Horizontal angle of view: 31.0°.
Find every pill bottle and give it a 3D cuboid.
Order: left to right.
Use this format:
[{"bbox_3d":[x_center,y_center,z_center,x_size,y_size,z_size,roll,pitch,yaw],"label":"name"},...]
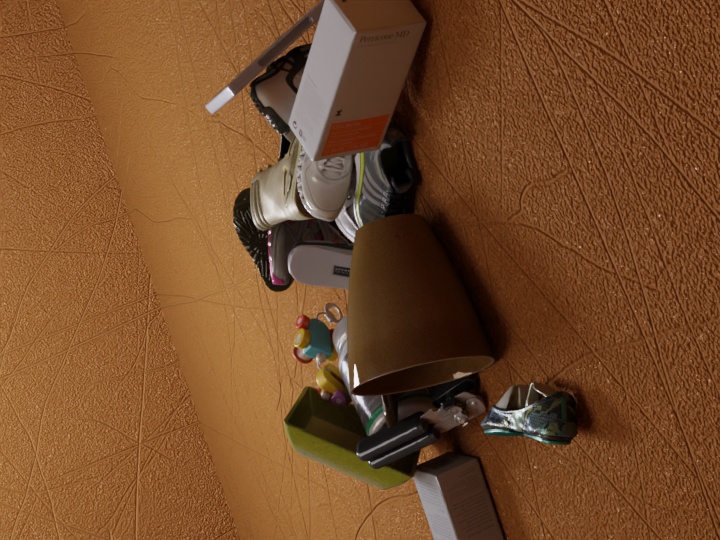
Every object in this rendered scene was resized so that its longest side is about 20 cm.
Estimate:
[{"bbox_3d":[0.035,0.155,1.864,0.114,0.112,0.201,89,162,-45],"label":"pill bottle"}]

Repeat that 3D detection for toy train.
[{"bbox_3d":[-0.029,0.150,1.965,0.056,0.150,0.201,-44,74,32],"label":"toy train"}]

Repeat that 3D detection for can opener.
[{"bbox_3d":[0.083,0.205,1.744,0.053,0.199,0.067,39,-151,-34],"label":"can opener"}]

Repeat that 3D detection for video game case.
[{"bbox_3d":[-0.119,-0.290,1.734,0.017,0.200,0.143,48,164,-10],"label":"video game case"}]

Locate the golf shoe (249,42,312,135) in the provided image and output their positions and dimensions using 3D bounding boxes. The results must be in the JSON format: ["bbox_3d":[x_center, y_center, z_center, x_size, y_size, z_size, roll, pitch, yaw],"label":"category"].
[{"bbox_3d":[-0.089,-0.253,1.723,0.077,0.088,0.201,46,-153,-19],"label":"golf shoe"}]

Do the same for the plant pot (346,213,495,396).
[{"bbox_3d":[0.059,0.038,1.637,0.186,0.184,0.202,128,133,-68],"label":"plant pot"}]

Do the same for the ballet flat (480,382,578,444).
[{"bbox_3d":[0.200,0.165,1.524,0.200,0.074,0.075,-11,99,69],"label":"ballet flat"}]

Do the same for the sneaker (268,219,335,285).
[{"bbox_3d":[-0.078,-0.064,1.901,0.082,0.087,0.201,87,-160,-61],"label":"sneaker"}]

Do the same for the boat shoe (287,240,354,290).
[{"bbox_3d":[0.000,0.000,1.747,0.068,0.198,0.072,-92,12,-71],"label":"boat shoe"}]

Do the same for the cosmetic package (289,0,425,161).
[{"bbox_3d":[-0.006,-0.231,1.534,0.072,0.101,0.201,57,145,31],"label":"cosmetic package"}]

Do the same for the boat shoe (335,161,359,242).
[{"bbox_3d":[-0.011,-0.113,1.797,0.070,0.070,0.201,93,152,-50],"label":"boat shoe"}]

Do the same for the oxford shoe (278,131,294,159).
[{"bbox_3d":[-0.089,-0.230,1.893,0.071,0.073,0.201,53,155,40],"label":"oxford shoe"}]

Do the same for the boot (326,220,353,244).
[{"bbox_3d":[0.022,-0.021,1.842,0.201,0.074,0.097,54,178,29],"label":"boot"}]

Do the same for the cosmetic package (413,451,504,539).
[{"bbox_3d":[0.148,0.366,1.838,0.101,0.071,0.202,-3,106,71],"label":"cosmetic package"}]

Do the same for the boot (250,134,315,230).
[{"bbox_3d":[-0.087,-0.158,1.811,0.155,0.072,0.202,-14,63,58],"label":"boot"}]

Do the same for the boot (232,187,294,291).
[{"bbox_3d":[-0.134,-0.074,2.040,0.200,0.065,0.177,-68,-36,-66],"label":"boot"}]

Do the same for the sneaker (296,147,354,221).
[{"bbox_3d":[-0.035,-0.166,1.700,0.081,0.074,0.202,152,127,-69],"label":"sneaker"}]

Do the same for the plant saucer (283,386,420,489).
[{"bbox_3d":[-0.013,0.251,1.898,0.200,0.198,0.048,-54,-13,-77],"label":"plant saucer"}]

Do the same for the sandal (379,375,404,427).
[{"bbox_3d":[0.062,0.121,1.762,0.201,0.054,0.082,-73,-25,-45],"label":"sandal"}]

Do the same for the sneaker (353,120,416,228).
[{"bbox_3d":[0.035,-0.106,1.683,0.081,0.073,0.202,39,147,50],"label":"sneaker"}]
